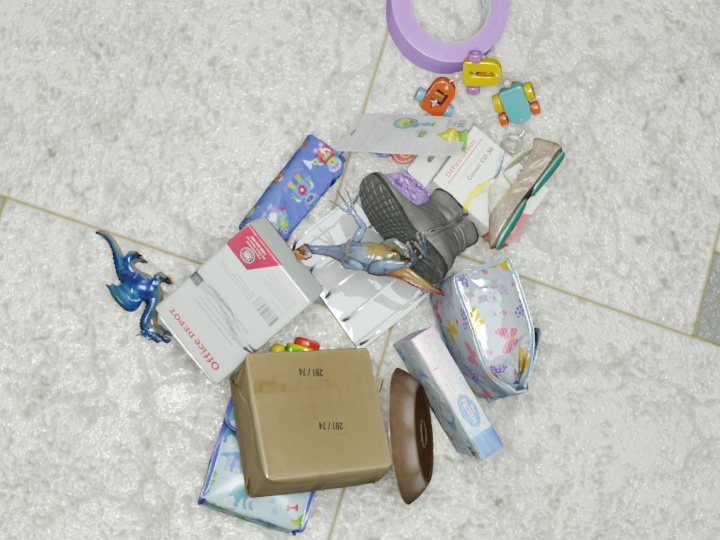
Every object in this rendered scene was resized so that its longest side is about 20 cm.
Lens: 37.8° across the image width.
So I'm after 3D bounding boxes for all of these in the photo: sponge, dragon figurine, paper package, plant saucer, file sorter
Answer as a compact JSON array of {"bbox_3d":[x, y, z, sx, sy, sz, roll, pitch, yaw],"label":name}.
[{"bbox_3d":[0.131,-0.112,1.711,0.196,0.030,0.114,-8,85,-10],"label":"sponge"},{"bbox_3d":[-0.355,0.027,1.614,0.199,0.059,0.100,40,80,-3],"label":"dragon figurine"},{"bbox_3d":[-0.073,0.213,1.500,0.196,0.104,0.194,-2,67,-24],"label":"paper package"},{"bbox_3d":[0.080,0.246,1.575,0.036,0.200,0.205,-7,84,13],"label":"plant saucer"},{"bbox_3d":[0.000,0.000,1.632,0.138,0.125,0.201,-36,89,-10],"label":"file sorter"}]

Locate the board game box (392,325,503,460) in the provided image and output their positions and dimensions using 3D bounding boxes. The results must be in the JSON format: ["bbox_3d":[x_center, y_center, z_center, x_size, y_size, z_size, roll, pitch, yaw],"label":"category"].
[{"bbox_3d":[0.128,0.184,1.588,0.043,0.200,0.201,-31,89,-8],"label":"board game box"}]

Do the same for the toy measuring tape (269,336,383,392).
[{"bbox_3d":[-0.059,0.151,1.648,0.197,0.073,0.075,21,80,-28],"label":"toy measuring tape"}]

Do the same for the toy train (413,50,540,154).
[{"bbox_3d":[0.195,-0.282,1.719,0.197,0.056,0.151,25,125,-10],"label":"toy train"}]

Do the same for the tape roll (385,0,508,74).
[{"bbox_3d":[0.142,-0.432,1.733,0.196,0.066,0.205,1,83,-7],"label":"tape roll"}]

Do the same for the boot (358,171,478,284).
[{"bbox_3d":[0.088,-0.088,1.597,0.201,0.069,0.132,54,49,-15],"label":"boot"}]

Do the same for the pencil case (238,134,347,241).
[{"bbox_3d":[-0.105,-0.118,1.656,0.087,0.078,0.201,42,79,-22],"label":"pencil case"}]

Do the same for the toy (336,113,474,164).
[{"bbox_3d":[0.073,-0.200,1.651,0.196,0.116,0.048,2,127,21],"label":"toy"}]

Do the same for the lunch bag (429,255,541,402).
[{"bbox_3d":[0.199,0.098,1.624,0.125,0.170,0.204,-15,82,-12],"label":"lunch bag"}]

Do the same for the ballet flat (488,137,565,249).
[{"bbox_3d":[0.238,-0.123,1.621,0.067,0.068,0.201,33,74,15],"label":"ballet flat"}]

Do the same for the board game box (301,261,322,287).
[{"bbox_3d":[-0.174,0.042,1.600,0.200,0.045,0.135,-42,90,17],"label":"board game box"}]

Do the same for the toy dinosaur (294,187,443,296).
[{"bbox_3d":[0.001,-0.011,1.523,0.178,0.105,0.203,-11,117,27],"label":"toy dinosaur"}]

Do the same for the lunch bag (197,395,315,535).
[{"bbox_3d":[-0.139,0.277,1.586,0.167,0.128,0.203,20,70,-6],"label":"lunch bag"}]

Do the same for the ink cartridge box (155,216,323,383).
[{"bbox_3d":[-0.176,0.043,1.533,0.199,0.083,0.146,-39,92,17],"label":"ink cartridge box"}]

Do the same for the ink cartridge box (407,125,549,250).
[{"bbox_3d":[0.185,-0.143,1.672,0.199,0.067,0.117,39,79,-3],"label":"ink cartridge box"}]
